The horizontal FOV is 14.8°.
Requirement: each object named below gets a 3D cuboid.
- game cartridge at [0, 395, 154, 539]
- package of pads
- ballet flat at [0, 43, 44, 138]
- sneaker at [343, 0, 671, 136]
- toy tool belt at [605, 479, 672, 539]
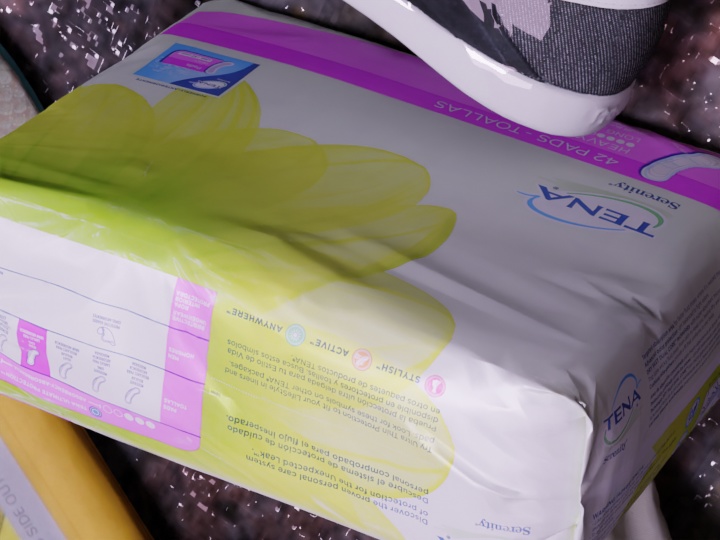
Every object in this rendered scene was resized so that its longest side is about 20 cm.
[{"bbox_3d":[-0.166,0.099,0.912,0.176,0.032,0.201,-33,98,-6],"label":"game cartridge"},{"bbox_3d":[0.000,0.000,0.753,0.199,0.154,0.069,18,122,21],"label":"package of pads"},{"bbox_3d":[-0.174,-0.085,0.871,0.067,0.062,0.200,-36,93,38],"label":"ballet flat"},{"bbox_3d":[0.007,-0.133,0.740,0.199,0.073,0.112,30,123,4],"label":"sneaker"},{"bbox_3d":[0.042,0.158,0.786,0.123,0.200,0.125,51,147,-2],"label":"toy tool belt"}]
